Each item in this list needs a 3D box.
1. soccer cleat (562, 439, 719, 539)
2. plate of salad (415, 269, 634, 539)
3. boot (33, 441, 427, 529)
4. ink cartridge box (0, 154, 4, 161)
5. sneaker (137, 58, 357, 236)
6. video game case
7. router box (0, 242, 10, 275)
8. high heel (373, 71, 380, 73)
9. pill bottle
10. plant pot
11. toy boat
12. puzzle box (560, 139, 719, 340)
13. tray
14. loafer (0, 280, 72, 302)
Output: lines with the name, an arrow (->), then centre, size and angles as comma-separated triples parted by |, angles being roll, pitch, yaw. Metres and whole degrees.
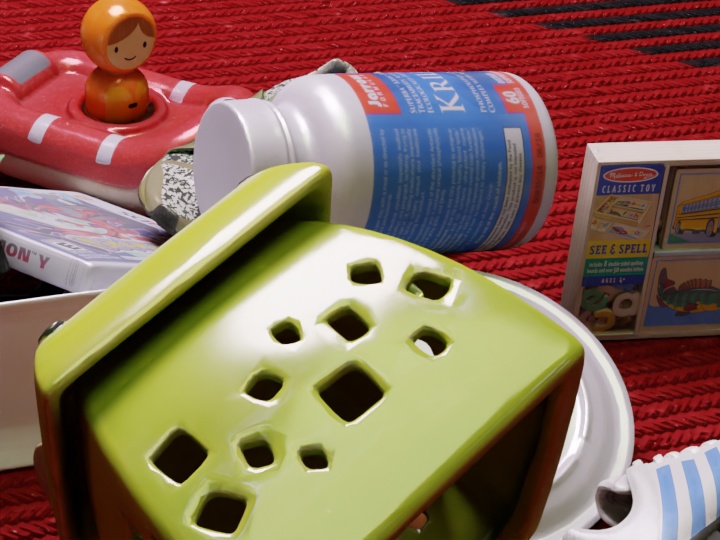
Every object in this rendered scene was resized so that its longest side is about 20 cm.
soccer cleat -> 0.182, 0.119, 1.112 | 0.086, 0.070, 0.200 | 25, 37, 28
plate of salad -> 0.056, 0.083, 1.163 | 0.199, 0.048, 0.200 | 5, 53, -7
boot -> -0.054, 0.114, 1.064 | 0.201, 0.071, 0.144 | 32, 51, 17
ink cartridge box -> -0.302, -0.044, 1.103 | 0.200, 0.059, 0.104 | -19, 12, 3
sneaker -> -0.066, -0.084, 1.281 | 0.077, 0.089, 0.200 | 38, 40, 9
video game case -> -0.169, -0.019, 1.236 | 0.182, 0.023, 0.200 | 20, 10, 30
router box -> -0.313, 0.014, 1.134 | 0.200, 0.051, 0.149 | -7, 17, 44
high heel -> 0.026, -0.078, 1.441 | 0.096, 0.067, 0.200 | 44, 5, -17
pill bottle -> 0.008, -0.062, 1.219 | 0.200, 0.112, 0.112 | -4, 32, -30
plant pot -> -0.036, 0.084, 0.929 | 0.181, 0.200, 0.199 | 41, 65, 19
toy boat -> -0.163, -0.124, 1.390 | 0.200, 0.131, 0.131 | 17, 34, 18
puzzle box -> 0.230, -0.020, 1.284 | 0.199, 0.133, 0.025 | -3, 32, -12
tray -> -0.154, 0.054, 1.126 | 0.199, 0.108, 0.022 | -7, 30, -21
loafer -> -0.162, 0.038, 1.184 | 0.199, 0.072, 0.073 | -5, 33, -17
